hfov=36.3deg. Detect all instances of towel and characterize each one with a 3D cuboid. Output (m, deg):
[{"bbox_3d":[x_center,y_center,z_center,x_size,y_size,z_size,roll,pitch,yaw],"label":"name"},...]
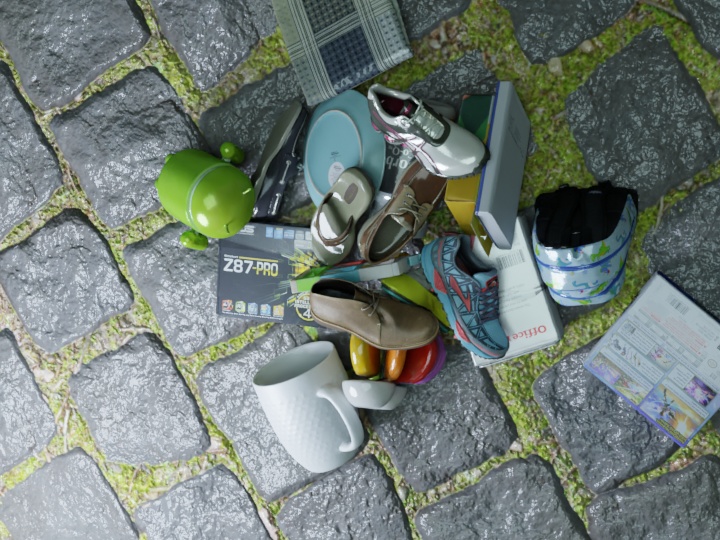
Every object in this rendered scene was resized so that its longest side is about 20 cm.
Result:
[{"bbox_3d":[-0.030,-0.378,1.687,0.190,0.034,0.203,-23,79,20],"label":"towel"}]

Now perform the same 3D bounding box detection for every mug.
[{"bbox_3d":[-0.062,0.227,1.753,0.199,0.146,0.178,1,118,57],"label":"mug"}]

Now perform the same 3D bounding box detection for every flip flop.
[{"bbox_3d":[-0.036,-0.077,1.659,0.081,0.058,0.201,41,142,6],"label":"flip flop"}]

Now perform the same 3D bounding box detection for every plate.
[{"bbox_3d":[-0.034,-0.178,1.691,0.198,0.025,0.205,2,92,48],"label":"plate"}]

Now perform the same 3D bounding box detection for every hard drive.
[{"bbox_3d":[0.208,-0.150,1.586,0.025,0.132,0.204,3,70,24],"label":"hard drive"}]

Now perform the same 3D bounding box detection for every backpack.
[{"bbox_3d":[0.322,-0.040,1.587,0.160,0.200,0.157,-2,102,14],"label":"backpack"}]

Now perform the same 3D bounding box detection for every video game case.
[{"bbox_3d":[0.470,0.134,1.663,0.199,0.045,0.182,39,107,5],"label":"video game case"}]

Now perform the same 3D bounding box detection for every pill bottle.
[{"bbox_3d":[0.074,-0.160,1.674,0.114,0.116,0.204,13,104,12],"label":"pill bottle"}]

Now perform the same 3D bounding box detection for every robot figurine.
[{"bbox_3d":[-0.244,-0.122,1.736,0.199,0.115,0.178,27,92,45],"label":"robot figurine"}]

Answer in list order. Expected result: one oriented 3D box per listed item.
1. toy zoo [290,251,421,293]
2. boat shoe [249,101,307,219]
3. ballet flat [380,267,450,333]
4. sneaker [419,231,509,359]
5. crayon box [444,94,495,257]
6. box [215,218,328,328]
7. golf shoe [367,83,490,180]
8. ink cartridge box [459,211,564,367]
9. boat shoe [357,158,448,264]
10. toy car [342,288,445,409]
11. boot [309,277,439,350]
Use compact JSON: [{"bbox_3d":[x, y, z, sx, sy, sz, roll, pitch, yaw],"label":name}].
[{"bbox_3d":[0.000,0.000,1.679,0.196,0.131,0.021,-10,96,9],"label":"toy zoo"},{"bbox_3d":[-0.126,-0.173,1.762,0.062,0.073,0.202,22,107,-21],"label":"boat shoe"},{"bbox_3d":[0.097,0.034,1.680,0.066,0.199,0.068,31,88,39],"label":"ballet flat"},{"bbox_3d":[0.167,0.037,1.605,0.095,0.079,0.202,-32,91,41],"label":"sneaker"},{"bbox_3d":[0.170,-0.137,1.601,0.050,0.127,0.204,4,70,21],"label":"crayon box"},{"bbox_3d":[-0.136,0.003,1.797,0.196,0.049,0.165,7,99,12],"label":"box"},{"bbox_3d":[0.088,-0.194,1.533,0.198,0.088,0.078,30,81,23],"label":"golf shoe"},{"bbox_3d":[0.216,0.029,1.690,0.143,0.085,0.204,-18,94,18],"label":"ink cartridge box"},{"bbox_3d":[0.070,-0.085,1.597,0.075,0.072,0.201,31,110,-15],"label":"boat shoe"},{"bbox_3d":[0.056,0.124,1.693,0.147,0.200,0.179,0,81,14],"label":"toy car"},{"bbox_3d":[0.018,0.060,1.583,0.196,0.076,0.075,12,61,11],"label":"boot"}]
